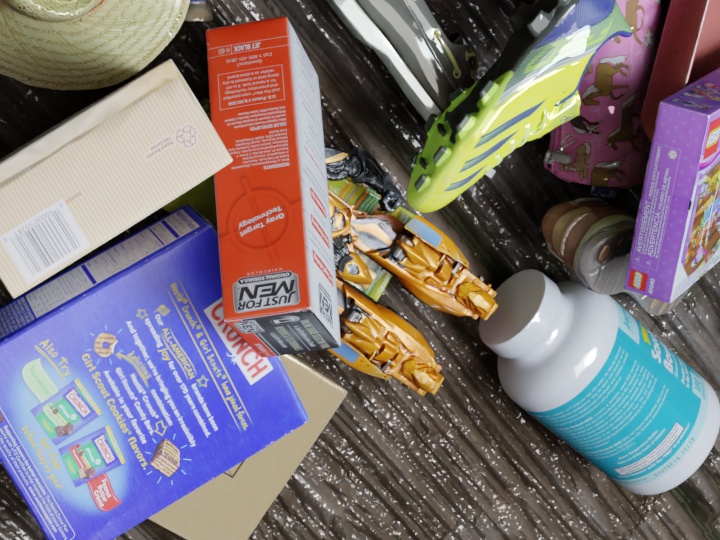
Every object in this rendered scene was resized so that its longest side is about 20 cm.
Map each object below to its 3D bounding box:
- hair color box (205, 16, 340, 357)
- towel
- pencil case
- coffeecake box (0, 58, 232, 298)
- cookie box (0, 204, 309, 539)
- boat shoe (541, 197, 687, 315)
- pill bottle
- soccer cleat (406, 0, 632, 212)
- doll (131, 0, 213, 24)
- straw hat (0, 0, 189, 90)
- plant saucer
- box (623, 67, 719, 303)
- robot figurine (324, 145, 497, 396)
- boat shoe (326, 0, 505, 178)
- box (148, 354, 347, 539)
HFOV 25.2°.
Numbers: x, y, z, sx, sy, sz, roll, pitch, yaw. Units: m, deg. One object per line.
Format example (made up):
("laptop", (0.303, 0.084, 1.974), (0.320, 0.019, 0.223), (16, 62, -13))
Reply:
("hair color box", (-0.058, -0.053, 1.069), (0.061, 0.102, 0.202), (-9, 72, 8))
("towel", (-0.052, -0.044, 1.181), (0.199, 0.018, 0.087), (28, 94, -26))
("pencil case", (0.178, -0.158, 1.183), (0.087, 0.082, 0.202), (-45, 141, -50))
("coffeecake box", (-0.176, -0.060, 1.020), (0.153, 0.200, 0.073), (-33, 100, -9))
("cookie box", (-0.161, 0.078, 1.117), (0.199, 0.075, 0.172), (-29, 114, -10))
("boat shoe", (0.205, -0.019, 1.244), (0.199, 0.072, 0.076), (20, 104, -56))
("pill bottle", (0.183, 0.083, 1.260), (0.200, 0.111, 0.111), (38, 90, -27))
("soccer cleat", (0.110, -0.111, 1.109), (0.083, 0.065, 0.201), (35, 99, -24))
("doll", (-0.139, -0.266, 1.059), (0.135, 0.048, 0.202), (-4, 107, -13))
("straw hat", (-0.199, -0.200, 1.006), (0.199, 0.085, 0.203), (-1, 109, -3))
("plant saucer", (0.267, -0.182, 1.201), (0.200, 0.036, 0.202), (-10, 116, -62))
("box", (0.254, -0.073, 1.163), (0.200, 0.039, 0.138), (-29, 132, -55))
("robot figurine", (0.000, 0.000, 1.174), (0.199, 0.058, 0.146), (34, 92, -27))
("boat shoe", (0.050, -0.152, 1.156), (0.060, 0.072, 0.202), (-42, 113, 1))
("box", (-0.130, 0.108, 1.194), (0.199, 0.021, 0.164), (34, 92, -27))
